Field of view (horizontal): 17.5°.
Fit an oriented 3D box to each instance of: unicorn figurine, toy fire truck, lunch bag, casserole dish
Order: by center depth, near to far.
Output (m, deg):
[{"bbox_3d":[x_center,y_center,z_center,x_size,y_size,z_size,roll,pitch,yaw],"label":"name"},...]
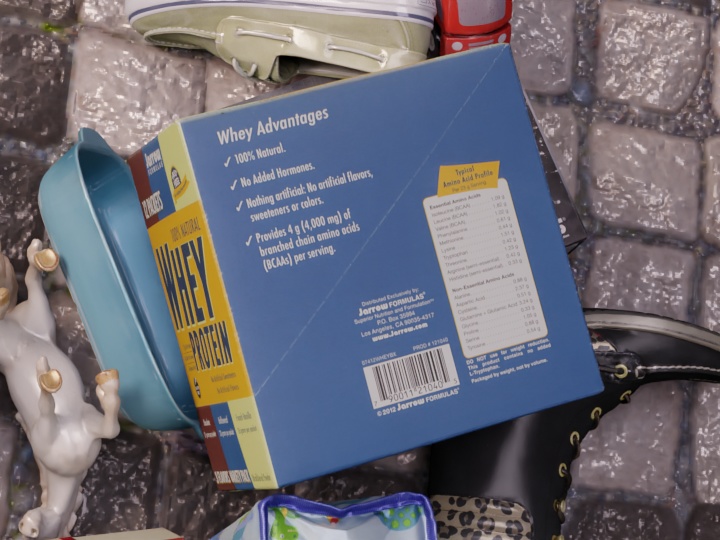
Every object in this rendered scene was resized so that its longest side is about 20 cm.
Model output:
[{"bbox_3d":[-0.017,0.234,1.312,0.127,0.170,0.201,1,74,-13],"label":"lunch bag"},{"bbox_3d":[-0.183,0.077,1.348,0.074,0.138,0.201,-2,59,-16],"label":"unicorn figurine"},{"bbox_3d":[-0.137,0.014,1.374,0.039,0.121,0.201,-23,83,10],"label":"casserole dish"},{"bbox_3d":[0.043,-0.236,1.451,0.049,0.141,0.200,-12,44,-15],"label":"toy fire truck"}]

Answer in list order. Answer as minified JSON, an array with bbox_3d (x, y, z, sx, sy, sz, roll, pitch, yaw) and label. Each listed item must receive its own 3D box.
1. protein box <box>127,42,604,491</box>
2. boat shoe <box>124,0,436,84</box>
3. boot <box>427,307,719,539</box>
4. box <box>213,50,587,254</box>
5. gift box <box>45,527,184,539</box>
[{"bbox_3d":[0.000,0.000,1.306,0.198,0.135,0.201,-15,89,-18],"label":"protein box"},{"bbox_3d":[-0.053,-0.145,1.421,0.199,0.072,0.062,2,81,20],"label":"boat shoe"},{"bbox_3d":[0.130,0.102,1.435,0.203,0.073,0.154,5,78,-9],"label":"boot"},{"bbox_3d":[0.020,-0.052,1.457,0.199,0.048,0.159,-20,82,-17],"label":"box"},{"bbox_3d":[-0.159,0.251,1.253,0.184,0.187,0.201,3,97,-29],"label":"gift box"}]
